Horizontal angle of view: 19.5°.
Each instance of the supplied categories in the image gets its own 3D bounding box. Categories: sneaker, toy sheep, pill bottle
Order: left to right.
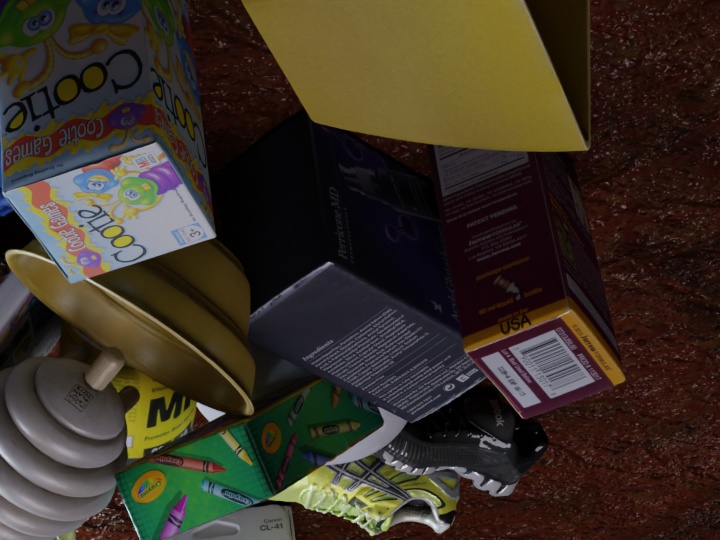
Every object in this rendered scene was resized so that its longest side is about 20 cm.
[{"bbox_3d":[-0.227,0.124,1.507,0.137,0.138,0.201,17,121,-31],"label":"toy sheep"},{"bbox_3d":[-0.175,0.053,1.609,0.113,0.115,0.201,0,136,-12],"label":"pill bottle"},{"bbox_3d":[-0.003,0.192,1.865,0.198,0.077,0.076,1,144,-12],"label":"sneaker"},{"bbox_3d":[0.087,0.139,1.830,0.199,0.067,0.090,20,131,-38],"label":"sneaker"}]

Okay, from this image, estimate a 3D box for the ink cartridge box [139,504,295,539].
[{"bbox_3d":[-0.127,0.315,1.991,0.146,0.086,0.201,-8,144,-2],"label":"ink cartridge box"}]

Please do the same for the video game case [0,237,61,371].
[{"bbox_3d":[-0.285,0.084,1.553,0.024,0.201,0.182,33,161,6],"label":"video game case"}]

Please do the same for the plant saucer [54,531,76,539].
[{"bbox_3d":[-0.344,0.182,1.801,0.198,0.048,0.200,-1,142,-10],"label":"plant saucer"}]

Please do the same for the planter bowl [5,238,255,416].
[{"bbox_3d":[-0.137,0.011,1.435,0.199,0.084,0.201,30,165,9],"label":"planter bowl"}]

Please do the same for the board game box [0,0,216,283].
[{"bbox_3d":[-0.164,-0.112,1.333,0.102,0.201,0.105,-17,143,10],"label":"board game box"}]

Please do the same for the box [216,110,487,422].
[{"bbox_3d":[0.000,0.000,1.558,0.104,0.149,0.199,-34,137,29],"label":"box"}]

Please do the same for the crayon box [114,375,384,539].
[{"bbox_3d":[-0.078,0.131,1.540,0.118,0.059,0.200,-23,-179,26],"label":"crayon box"}]

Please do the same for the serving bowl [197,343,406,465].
[{"bbox_3d":[-0.055,0.101,1.693,0.198,0.066,0.201,11,145,8],"label":"serving bowl"}]

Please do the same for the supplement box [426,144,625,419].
[{"bbox_3d":[0.118,-0.011,1.525,0.085,0.201,0.110,-22,141,17],"label":"supplement box"}]

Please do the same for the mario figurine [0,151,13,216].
[{"bbox_3d":[-0.213,-0.091,1.476,0.198,0.107,0.123,-12,178,20],"label":"mario figurine"}]

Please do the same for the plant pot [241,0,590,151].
[{"bbox_3d":[0.033,-0.193,1.292,0.175,0.201,0.200,-9,144,18],"label":"plant pot"}]
